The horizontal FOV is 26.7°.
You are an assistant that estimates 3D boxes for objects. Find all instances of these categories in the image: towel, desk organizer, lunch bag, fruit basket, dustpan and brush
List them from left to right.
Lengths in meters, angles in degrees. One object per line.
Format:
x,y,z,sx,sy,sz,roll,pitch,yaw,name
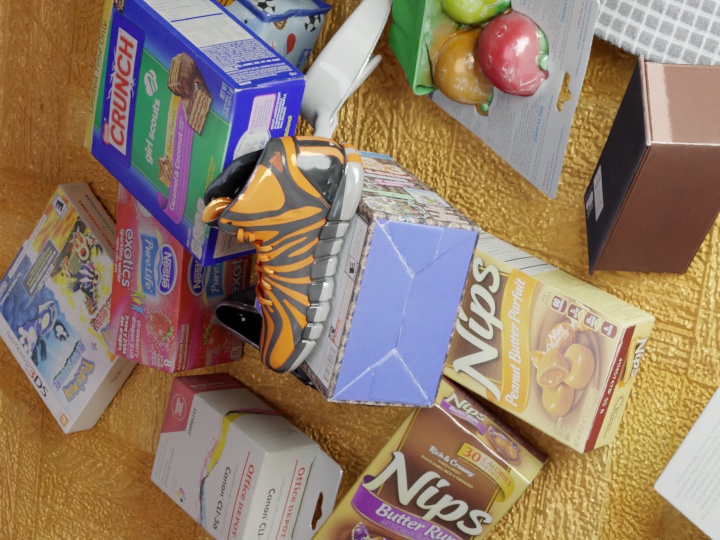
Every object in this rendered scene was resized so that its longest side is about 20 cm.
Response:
-0.148,-0.218,1.402,0.200,0.124,0.171,35,118,22,lunch bag
-0.024,-0.144,1.270,0.057,0.200,0.140,37,141,-1,dustpan and brush
0.110,-0.184,1.199,0.200,0.093,0.186,40,140,32,fruit basket
0.222,-0.070,1.112,0.200,0.076,0.072,98,173,-64,desk organizer
0.259,-0.222,1.101,0.200,0.085,0.166,32,115,31,towel

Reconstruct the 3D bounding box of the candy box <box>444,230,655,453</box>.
0.133,0.052,1.253,0.199,0.055,0.116,28,113,33,candy box

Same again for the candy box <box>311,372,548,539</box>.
0.057,0.199,1.313,0.117,0.056,0.200,39,119,7,candy box

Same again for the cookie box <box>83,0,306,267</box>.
-0.144,-0.131,1.273,0.200,0.075,0.172,43,132,36,cookie box

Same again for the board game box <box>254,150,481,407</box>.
0.000,0.000,1.272,0.200,0.096,0.160,-134,55,-60,board game box

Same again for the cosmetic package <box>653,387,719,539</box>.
0.326,0.179,1.106,0.200,0.071,0.102,42,119,27,cosmetic package

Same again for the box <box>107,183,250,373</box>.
-0.171,-0.011,1.460,0.095,0.099,0.201,15,104,36,box

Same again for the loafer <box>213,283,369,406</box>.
-0.054,0.074,1.400,0.199,0.063,0.072,28,113,33,loafer

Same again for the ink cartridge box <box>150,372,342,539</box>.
-0.111,0.192,1.437,0.200,0.067,0.117,31,114,43,ink cartridge box

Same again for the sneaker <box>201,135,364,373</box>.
-0.077,-0.016,1.192,0.078,0.111,0.201,-132,52,-59,sneaker

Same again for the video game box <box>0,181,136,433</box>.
-0.302,0.041,1.605,0.182,0.047,0.200,50,123,20,video game box
